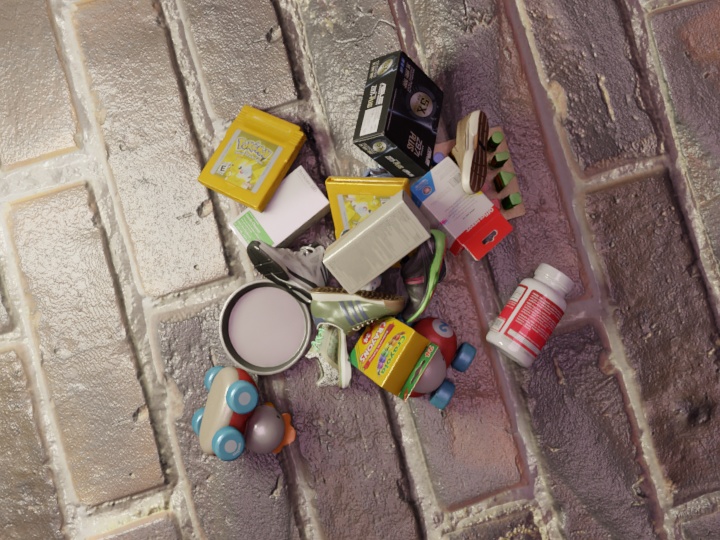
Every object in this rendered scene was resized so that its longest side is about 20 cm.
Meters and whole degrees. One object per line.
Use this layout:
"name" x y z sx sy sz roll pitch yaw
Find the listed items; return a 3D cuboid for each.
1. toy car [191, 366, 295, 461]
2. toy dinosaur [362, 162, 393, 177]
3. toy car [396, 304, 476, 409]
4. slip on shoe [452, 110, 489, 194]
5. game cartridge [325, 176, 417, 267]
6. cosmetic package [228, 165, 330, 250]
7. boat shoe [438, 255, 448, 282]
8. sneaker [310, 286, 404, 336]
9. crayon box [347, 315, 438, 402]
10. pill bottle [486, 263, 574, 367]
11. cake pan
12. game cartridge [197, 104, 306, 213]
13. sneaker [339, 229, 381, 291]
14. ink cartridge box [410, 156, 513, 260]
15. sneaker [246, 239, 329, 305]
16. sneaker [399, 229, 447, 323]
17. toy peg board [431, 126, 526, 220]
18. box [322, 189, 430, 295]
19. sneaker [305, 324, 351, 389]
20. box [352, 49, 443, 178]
"toy car" -0.220 0.304 1.548 0.198 0.184 0.180 19 85 -28
"toy dinosaur" 0.062 -0.229 1.608 0.199 0.105 0.183 -34 106 -13
"toy car" 0.135 0.181 1.525 0.183 0.200 0.178 31 87 1
"slip on shoe" 0.216 -0.235 1.512 0.060 0.076 0.203 -9 58 31
"game cartridge" 0.026 -0.097 1.538 0.173 0.033 0.203 4 125 22
"cosmetic package" -0.168 -0.116 1.597 0.199 0.085 0.108 -40 85 -1
"boat shoe" 0.131 -0.069 1.602 0.074 0.062 0.203 -15 89 25
"sneaker" -0.008 0.089 1.518 0.197 0.067 0.092 5 102 14
"crayon box" 0.060 0.163 1.481 0.051 0.199 0.128 33 86 -28
"pill bottle" 0.360 0.091 1.575 0.111 0.112 0.201 34 87 1
"cake pan" -0.203 0.121 1.606 0.196 0.037 0.204 0 87 -1
"game cartridge" -0.229 -0.241 1.586 0.174 0.032 0.202 24 79 24
"sneaker" 0.000 0.000 1.562 0.085 0.075 0.202 -4 126 4
"ink cartridge box" 0.199 -0.115 1.519 0.116 0.067 0.200 -39 80 -17
"sneaker" -0.143 -0.027 1.558 0.200 0.075 0.117 41 59 -30
"sneaker" 0.115 0.009 1.511 0.083 0.077 0.203 18 106 10
"toy peg board" 0.241 -0.194 1.598 0.196 0.098 0.203 -16 87 -1
"box" 0.032 -0.054 1.441 0.199 0.078 0.095 -35 106 15
"sneaker" -0.075 0.157 1.579 0.087 0.077 0.204 -10 86 -14
"box" 0.081 -0.316 1.542 0.085 0.163 0.203 -6 63 40
